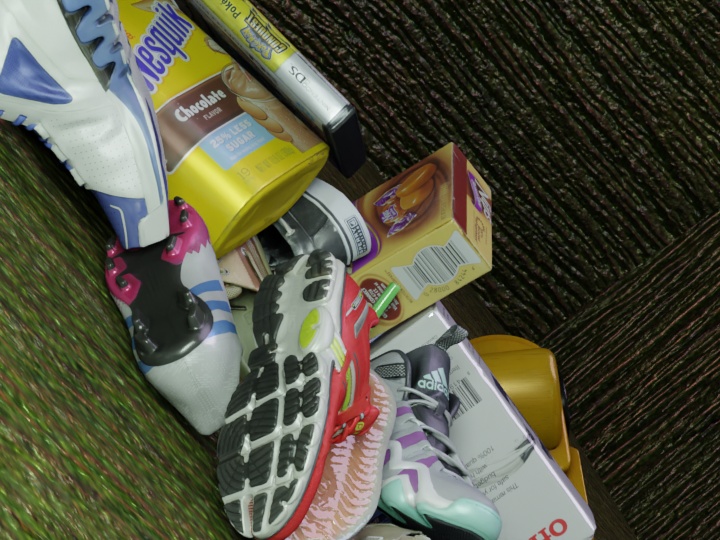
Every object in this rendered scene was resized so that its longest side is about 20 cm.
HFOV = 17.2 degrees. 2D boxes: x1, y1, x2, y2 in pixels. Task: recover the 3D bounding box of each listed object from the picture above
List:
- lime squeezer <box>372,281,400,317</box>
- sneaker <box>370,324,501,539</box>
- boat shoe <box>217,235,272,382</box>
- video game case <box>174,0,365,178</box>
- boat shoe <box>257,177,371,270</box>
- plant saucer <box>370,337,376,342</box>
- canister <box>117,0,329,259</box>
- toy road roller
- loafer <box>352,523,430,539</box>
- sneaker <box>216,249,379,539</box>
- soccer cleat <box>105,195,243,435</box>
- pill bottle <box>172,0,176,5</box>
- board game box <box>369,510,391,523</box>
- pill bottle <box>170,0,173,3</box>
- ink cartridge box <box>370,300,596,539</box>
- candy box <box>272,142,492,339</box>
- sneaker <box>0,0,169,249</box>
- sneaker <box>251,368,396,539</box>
[{"bbox_3d":[-0.009,0.108,1.654,0.038,0.070,0.201,-69,161,-85],"label":"lime squeezer"},{"bbox_3d":[0.042,0.099,1.555,0.200,0.140,0.078,16,-21,49],"label":"sneaker"},{"bbox_3d":[-0.096,0.010,1.634,0.200,0.076,0.074,53,9,1],"label":"boat shoe"},{"bbox_3d":[-0.069,-0.149,1.665,0.181,0.026,0.200,45,-3,7],"label":"video game case"},{"bbox_3d":[-0.063,-0.033,1.721,0.199,0.068,0.074,32,-33,58],"label":"boat shoe"},{"bbox_3d":[-0.022,0.032,1.876,0.199,0.027,0.201,20,46,-22],"label":"plant saucer"},{"bbox_3d":[-0.132,-0.109,1.605,0.200,0.087,0.148,43,31,7],"label":"canister"},{"bbox_3d":[0.116,0.147,1.899,0.146,0.122,0.201,89,-6,-63],"label":"toy road roller"},{"bbox_3d":[0.019,0.193,1.422,0.200,0.068,0.076,-107,-176,-75],"label":"loafer"},{"bbox_3d":[-0.023,0.079,1.392,0.085,0.077,0.201,45,42,-33],"label":"sneaker"},{"bbox_3d":[-0.113,0.030,1.468,0.200,0.070,0.087,-107,171,-60],"label":"soccer cleat"},{"bbox_3d":[-0.129,-0.138,2.002,0.200,0.119,0.120,49,7,-45],"label":"pill bottle"},{"bbox_3d":[0.057,0.239,1.596,0.200,0.062,0.200,50,8,-38],"label":"board game box"},{"bbox_3d":[-0.169,-0.146,1.756,0.200,0.112,0.112,53,6,-11],"label":"pill bottle"},{"bbox_3d":[0.056,0.144,1.717,0.200,0.144,0.084,54,5,-3],"label":"ink cartridge box"},{"bbox_3d":[0.000,0.000,1.732,0.057,0.199,0.117,49,21,-23],"label":"candy box"},{"bbox_3d":[-0.191,-0.106,1.456,0.081,0.115,0.200,-102,175,-68],"label":"sneaker"},{"bbox_3d":[-0.032,0.135,1.461,0.071,0.080,0.200,36,29,-3],"label":"sneaker"}]
